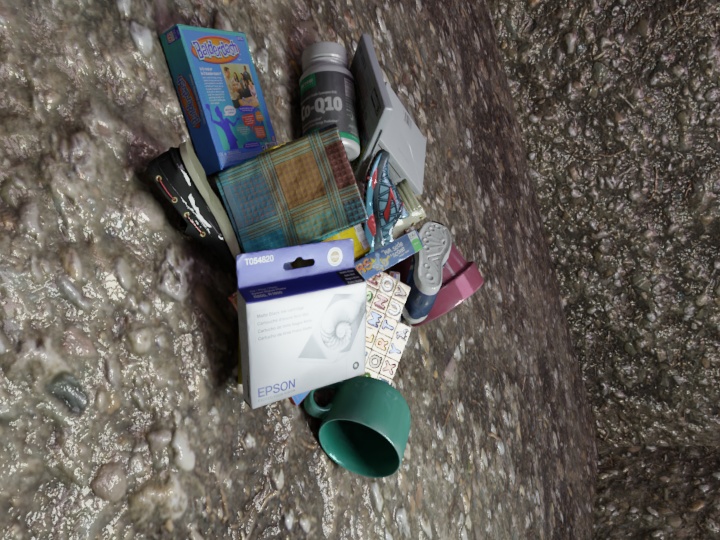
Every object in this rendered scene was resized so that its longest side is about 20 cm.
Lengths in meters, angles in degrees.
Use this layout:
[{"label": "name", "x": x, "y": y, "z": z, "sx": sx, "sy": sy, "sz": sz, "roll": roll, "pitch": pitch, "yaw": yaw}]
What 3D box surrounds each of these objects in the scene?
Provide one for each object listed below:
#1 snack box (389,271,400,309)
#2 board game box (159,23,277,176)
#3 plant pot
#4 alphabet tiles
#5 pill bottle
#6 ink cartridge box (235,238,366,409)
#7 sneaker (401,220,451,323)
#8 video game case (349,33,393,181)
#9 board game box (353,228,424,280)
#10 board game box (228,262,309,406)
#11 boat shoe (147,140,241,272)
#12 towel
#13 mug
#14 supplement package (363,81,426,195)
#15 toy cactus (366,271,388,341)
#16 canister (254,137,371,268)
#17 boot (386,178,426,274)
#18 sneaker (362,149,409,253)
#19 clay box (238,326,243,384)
[{"label": "snack box", "x": 0.068, "y": 0.082, "z": 1.110, "sx": 0.202, "sy": 0.023, "sz": 0.074, "roll": 81, "pitch": 16, "yaw": -62}, {"label": "board game box", "x": -0.208, "y": -0.260, "z": 0.825, "sx": 0.151, "sy": 0.044, "sz": 0.208, "roll": -29, "pitch": 106, "yaw": -57}, {"label": "plant pot", "x": 0.158, "y": -0.002, "z": 1.233, "sx": 0.183, "sy": 0.197, "sz": 0.199, "roll": 59, "pitch": 33, "yaw": -1}, {"label": "alphabet tiles", "x": 0.019, "y": 0.106, "z": 0.981, "sx": 0.163, "sy": 0.007, "sz": 0.206, "roll": 26, "pitch": 82, "yaw": -24}, {"label": "pill bottle", "x": -0.061, "y": -0.315, "z": 1.023, "sx": 0.112, "sy": 0.110, "sz": 0.209, "roll": 11, "pitch": 70, "yaw": -56}, {"label": "ink cartridge box", "x": -0.077, "y": 0.069, "z": 0.757, "sx": 0.194, "sy": 0.040, "sz": 0.209, "roll": -11, "pitch": 107, "yaw": -33}, {"label": "sneaker", "x": 0.126, "y": 0.012, "z": 1.113, "sx": 0.149, "sy": 0.078, "sz": 0.204, "roll": 111, "pitch": -4, "yaw": -47}, {"label": "video game case", "x": 0.003, "y": -0.313, "z": 1.039, "sx": 0.021, "sy": 0.184, "sz": 0.206, "roll": 0, "pitch": 57, "yaw": -22}, {"label": "board game box", "x": 0.000, "y": 0.000, "z": 0.890, "sx": 0.035, "sy": 0.195, "sz": 0.135, "roll": 62, "pitch": -11, "yaw": -1}, {"label": "board game box", "x": -0.106, "y": 0.089, "z": 0.787, "sx": 0.103, "sy": 0.019, "sz": 0.205, "roll": -43, "pitch": 123, "yaw": -32}, {"label": "boat shoe", "x": -0.219, "y": -0.075, "z": 0.740, "sx": 0.074, "sy": 0.061, "sz": 0.205, "roll": -117, "pitch": -176, "yaw": -50}, {"label": "towel", "x": -0.100, "y": -0.105, "z": 0.774, "sx": 0.022, "sy": 0.194, "sz": 0.152, "roll": -74, "pitch": 142, "yaw": -83}, {"label": "mug", "x": 0.007, "y": 0.248, "z": 0.921, "sx": 0.189, "sy": 0.148, "sz": 0.116, "roll": 61, "pitch": 35, "yaw": -27}, {"label": "supplement package", "x": 0.055, "y": -0.280, "z": 1.207, "sx": 0.200, "sy": 0.108, "sz": 0.161, "roll": 42, "pitch": 47, "yaw": -46}, {"label": "toy cactus", "x": -0.021, "y": 0.060, "z": 1.007, "sx": 0.162, "sy": 0.100, "sz": 0.209, "roll": 1, "pitch": 88, "yaw": -48}, {"label": "canister", "x": -0.078, "y": -0.096, "z": 0.850, "sx": 0.146, "sy": 0.085, "sz": 0.206, "roll": -27, "pitch": 93, "yaw": -39}, {"label": "boot", "x": 0.075, "y": -0.071, "z": 1.133, "sx": 0.205, "sy": 0.151, "sz": 0.072, "roll": 64, "pitch": -5, "yaw": -19}, {"label": "sneaker", "x": 0.051, "y": -0.129, "z": 1.046, "sx": 0.079, "sy": 0.091, "sz": 0.209, "roll": -91, "pitch": -174, "yaw": -78}, {"label": "clay box", "x": -0.126, "y": 0.115, "z": 0.840, "sx": 0.197, "sy": 0.046, "sz": 0.120, "roll": 14, "pitch": 71, "yaw": -56}]
